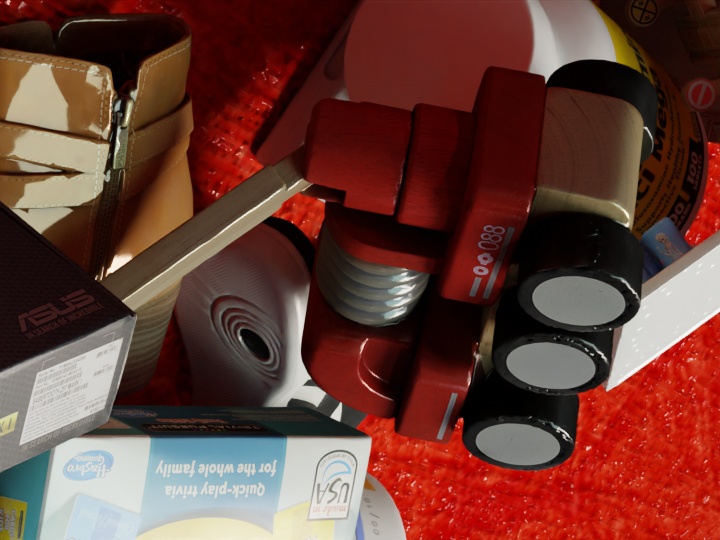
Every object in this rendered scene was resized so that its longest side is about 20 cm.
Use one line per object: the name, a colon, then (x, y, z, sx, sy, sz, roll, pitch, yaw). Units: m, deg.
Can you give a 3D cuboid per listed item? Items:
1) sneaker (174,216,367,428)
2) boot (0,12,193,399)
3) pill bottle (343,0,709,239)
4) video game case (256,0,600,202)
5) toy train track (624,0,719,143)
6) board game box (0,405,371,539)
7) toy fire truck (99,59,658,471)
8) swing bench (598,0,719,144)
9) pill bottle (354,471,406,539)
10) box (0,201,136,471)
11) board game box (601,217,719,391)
sneaker: (-0.023, 0.014, 1.275, 0.112, 0.073, 0.200, -43, 160, -28)
boot: (-0.138, -0.009, 1.046, 0.199, 0.077, 0.156, -15, 128, -37)
pill bottle: (0.070, -0.065, 1.225, 0.113, 0.112, 0.200, -55, 153, 4)
video game case: (0.050, -0.099, 1.303, 0.183, 0.023, 0.200, -56, 154, 5)
toy train track: (0.125, -0.136, 1.231, 0.032, 0.201, 0.115, -24, -174, -7)
board game box: (-0.082, 0.153, 1.086, 0.150, 0.047, 0.202, 2, 102, -40)
toy fire truck: (0.000, 0.000, 1.098, 0.176, 0.198, 0.129, 107, -6, -59)
swing bench: (0.217, -0.179, 1.330, 0.200, 0.129, 0.200, -34, 143, -42)
pill bottle: (-0.086, 0.119, 1.195, 0.199, 0.112, 0.113, 17, 109, -39)
box: (-0.193, 0.017, 0.884, 0.199, 0.157, 0.051, -22, 140, -46)
board game box: (0.185, -0.030, 1.263, 0.199, 0.026, 0.200, -36, 169, -5)
